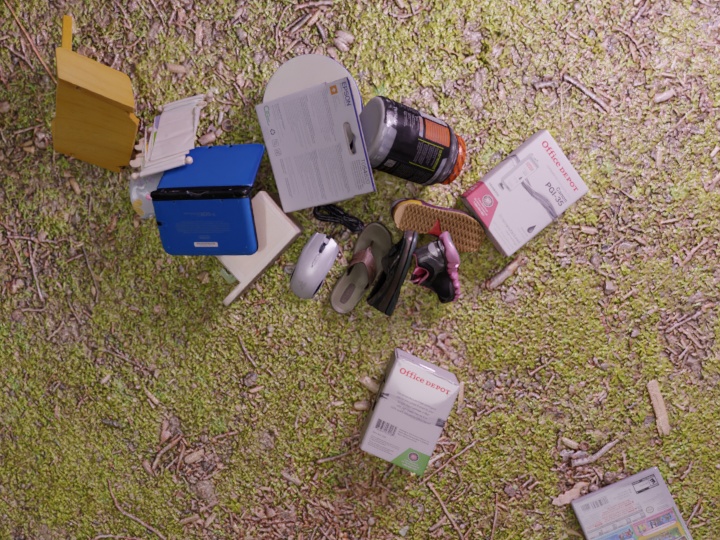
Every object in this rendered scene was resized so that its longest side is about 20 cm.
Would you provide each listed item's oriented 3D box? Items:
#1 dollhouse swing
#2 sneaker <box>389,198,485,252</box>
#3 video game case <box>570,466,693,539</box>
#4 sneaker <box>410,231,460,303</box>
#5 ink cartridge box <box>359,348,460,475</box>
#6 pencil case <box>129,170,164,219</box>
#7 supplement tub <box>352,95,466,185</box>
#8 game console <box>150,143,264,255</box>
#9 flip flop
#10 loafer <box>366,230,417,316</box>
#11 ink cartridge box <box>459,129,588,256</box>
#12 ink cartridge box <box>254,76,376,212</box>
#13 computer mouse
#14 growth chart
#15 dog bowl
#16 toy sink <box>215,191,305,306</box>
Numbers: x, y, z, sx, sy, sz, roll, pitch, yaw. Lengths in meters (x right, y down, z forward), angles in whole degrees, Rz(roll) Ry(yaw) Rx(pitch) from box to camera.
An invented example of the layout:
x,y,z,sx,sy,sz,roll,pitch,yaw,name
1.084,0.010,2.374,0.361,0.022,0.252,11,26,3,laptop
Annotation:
x,y,z,sx,sy,sz,roll,pitch,yaw,name
-0.499,-0.336,1.062,0.177,0.200,0.181,17,56,-22,dollhouse swing
0.152,-0.098,1.101,0.194,0.091,0.077,19,107,-13,sneaker
0.565,0.535,1.159,0.195,0.022,0.187,-24,72,5,video game case
0.139,0.007,1.070,0.093,0.202,0.081,-22,56,-2,sneaker
0.099,0.286,1.147,0.142,0.084,0.205,23,97,-1,ink cartridge box
-0.354,-0.162,1.108,0.193,0.083,0.094,-10,74,2,pencil case
0.093,-0.232,1.038,0.195,0.122,0.127,13,98,-29,supplement tub
-0.269,-0.130,1.032,0.193,0.119,0.176,1,113,16,game console
0.000,0.000,1.129,0.080,0.058,0.203,32,97,-2,flip flop
0.058,0.005,1.087,0.061,0.073,0.204,17,129,2,loafer
0.314,-0.150,1.089,0.199,0.083,0.148,-39,94,6,ink cartridge box
-0.076,-0.222,1.010,0.194,0.041,0.206,-8,105,23,ink cartridge box
-0.081,-0.032,1.135,0.107,0.044,0.204,27,97,-1,computer mouse
-0.363,-0.260,1.069,0.140,0.018,0.206,-7,56,14,growth chart
-0.090,-0.306,1.086,0.192,0.079,0.208,0,97,1,dog bowl
-0.219,-0.049,1.096,0.200,0.130,0.112,-45,94,7,toy sink
